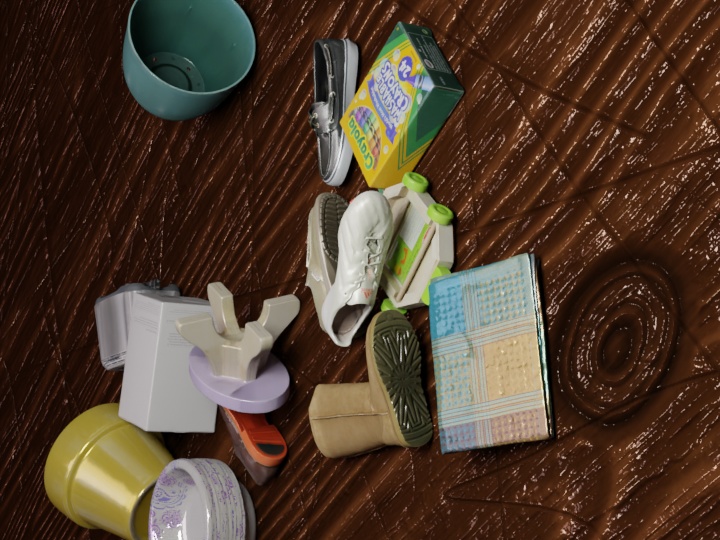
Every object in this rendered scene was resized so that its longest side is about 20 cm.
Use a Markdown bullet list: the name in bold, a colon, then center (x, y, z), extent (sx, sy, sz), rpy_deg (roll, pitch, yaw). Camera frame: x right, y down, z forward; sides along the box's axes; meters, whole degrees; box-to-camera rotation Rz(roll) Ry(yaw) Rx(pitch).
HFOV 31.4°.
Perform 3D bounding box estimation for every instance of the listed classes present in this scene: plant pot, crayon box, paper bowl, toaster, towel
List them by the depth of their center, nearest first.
- **towel**: center (0.141, 0.093, 1.401), extent (0.146, 0.022, 0.201), rpy_deg (-15, 73, 37)
- **crayon box**: center (0.041, -0.192, 1.606), extent (0.200, 0.051, 0.126), rpy_deg (-57, 41, 36)
- **paper bowl**: center (-0.226, 0.378, 1.881), extent (0.200, 0.104, 0.202), rpy_deg (-15, 72, 55)
- **plant pot**: center (-0.282, -0.329, 2.008), extent (0.161, 0.199, 0.202), rpy_deg (135, 131, -60)
- **plant pot**: center (-0.372, 0.340, 2.049), extent (0.188, 0.200, 0.202), rpy_deg (26, 107, 40)
- **toaster**: center (-0.366, 0.096, 2.139), extent (0.200, 0.113, 0.130), rpy_deg (-20, 73, 52)

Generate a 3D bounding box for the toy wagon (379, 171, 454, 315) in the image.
- **toy wagon**: center (0.066, -0.016, 1.552), extent (0.200, 0.039, 0.156), rpy_deg (56, 130, 44)

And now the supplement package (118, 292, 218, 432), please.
- **supplement package**: center (-0.293, 0.144, 2.006), extent (0.120, 0.121, 0.201), rpy_deg (12, 94, 57)

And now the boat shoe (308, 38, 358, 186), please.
- **boat shoe**: center (-0.043, -0.215, 1.728), extent (0.069, 0.056, 0.201), rpy_deg (173, 102, -66)

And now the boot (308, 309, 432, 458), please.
- **boot**: center (-0.003, 0.146, 1.590), extent (0.200, 0.066, 0.176), rpy_deg (-14, 84, 56)

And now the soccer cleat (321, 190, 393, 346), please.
- **soccer cleat**: center (0.000, 0.000, 1.550), extent (0.078, 0.069, 0.201), rpy_deg (-111, 32, -54)

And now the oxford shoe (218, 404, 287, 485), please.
- **oxford shoe**: center (-0.173, 0.224, 1.857), extent (0.200, 0.071, 0.073), rpy_deg (59, 137, 43)

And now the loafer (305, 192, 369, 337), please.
- **loafer**: center (-0.040, -0.004, 1.680), extent (0.068, 0.075, 0.201), rpy_deg (-25, 65, 46)

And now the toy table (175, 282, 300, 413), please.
- **toy table**: center (-0.172, 0.104, 1.792), extent (0.200, 0.183, 0.118), rpy_deg (28, 125, 43)
